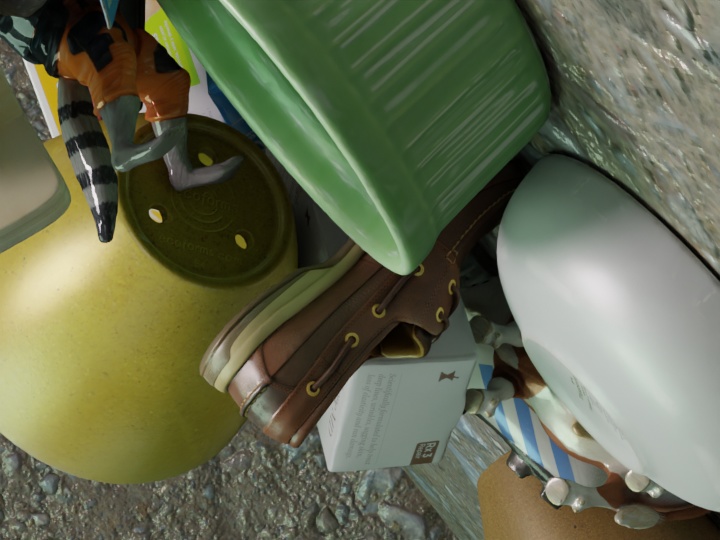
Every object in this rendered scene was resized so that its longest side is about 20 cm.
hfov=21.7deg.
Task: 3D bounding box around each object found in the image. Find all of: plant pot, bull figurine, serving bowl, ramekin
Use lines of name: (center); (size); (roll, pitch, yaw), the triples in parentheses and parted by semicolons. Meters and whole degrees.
plant pot: (0.158, 0.200, 1.185); (0.201, 0.185, 0.187); (61, 177, 18)
bull figurine: (0.113, 0.064, 1.029); (0.200, 0.065, 0.121); (40, -153, 20)
plant pot: (-0.110, -0.005, 1.007); (0.200, 0.200, 0.142); (50, 140, 1)
serving bowl: (0.129, 0.043, 0.886); (0.200, 0.066, 0.200); (48, 173, 8)
ramekin: (-0.007, -0.106, 0.821); (0.200, 0.097, 0.200); (49, 173, 8)

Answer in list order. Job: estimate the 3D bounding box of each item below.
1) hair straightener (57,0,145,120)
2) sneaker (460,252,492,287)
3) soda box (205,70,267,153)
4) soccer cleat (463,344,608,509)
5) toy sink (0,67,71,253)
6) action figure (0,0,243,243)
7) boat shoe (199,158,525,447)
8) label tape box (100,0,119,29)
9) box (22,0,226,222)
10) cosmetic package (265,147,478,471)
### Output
hair straightener: (-0.132, -0.186, 1.050); (0.041, 0.202, 0.077); (7, -169, 28)
sneaker: (0.061, 0.009, 1.207); (0.070, 0.073, 0.200); (25, 166, 27)
soda box: (-0.035, -0.089, 1.161); (0.200, 0.064, 0.068); (59, -161, -56)
soccer cleat: (0.085, 0.055, 1.136); (0.200, 0.086, 0.070); (41, -177, 6)
toy sink: (-0.233, -0.092, 0.821); (0.200, 0.130, 0.112); (55, 169, 37)
action figure: (-0.152, -0.118, 0.883); (0.194, 0.105, 0.200); (51, -161, 10)
boat shoe: (0.014, 0.014, 0.918); (0.068, 0.200, 0.072); (48, 153, 10)
label tape box: (-0.151, -0.218, 0.804); (0.145, 0.063, 0.202); (-91, -8, -61)
box: (-0.137, -0.129, 1.155); (0.101, 0.111, 0.202); (-73, -35, -71)
cosmetic package: (0.000, 0.000, 1.040); (0.102, 0.073, 0.201); (104, 158, -48)
